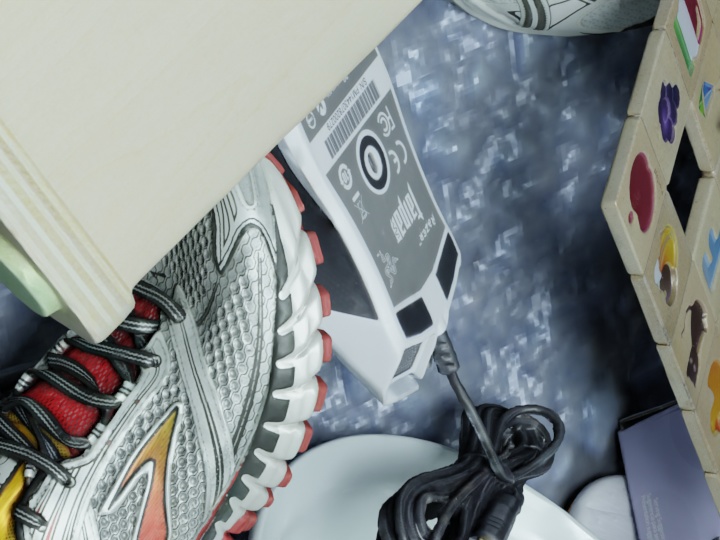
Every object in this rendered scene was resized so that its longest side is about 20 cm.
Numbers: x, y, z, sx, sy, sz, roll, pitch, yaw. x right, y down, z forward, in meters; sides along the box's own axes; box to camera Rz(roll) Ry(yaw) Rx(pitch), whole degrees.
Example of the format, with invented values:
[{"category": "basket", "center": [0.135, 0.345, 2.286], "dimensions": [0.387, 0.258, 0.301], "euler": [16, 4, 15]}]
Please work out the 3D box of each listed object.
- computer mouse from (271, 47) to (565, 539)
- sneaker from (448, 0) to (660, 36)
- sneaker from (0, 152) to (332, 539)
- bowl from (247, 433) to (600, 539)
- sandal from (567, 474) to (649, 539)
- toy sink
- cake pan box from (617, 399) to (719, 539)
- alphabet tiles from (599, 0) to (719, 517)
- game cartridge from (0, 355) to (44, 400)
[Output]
[{"category": "computer mouse", "center": [0.000, 0.000, 0.854], "dimensions": [0.201, 0.044, 0.110], "euler": [66, 30, -18]}, {"category": "sneaker", "center": [0.051, -0.111, 0.839], "dimensions": [0.199, 0.087, 0.076], "euler": [17, 95, -41]}, {"category": "sneaker", "center": [-0.069, 0.052, 0.776], "dimensions": [0.082, 0.078, 0.201], "euler": [11, 101, -37]}, {"category": "bowl", "center": [0.024, 0.156, 0.873], "dimensions": [0.200, 0.202, 0.090], "euler": [13, 130, -39]}, {"category": "sandal", "center": [0.097, 0.175, 1.008], "dimensions": [0.079, 0.059, 0.208], "euler": [-14, 94, -42]}, {"category": "toy sink", "center": [-0.093, -0.066, 0.722], "dimensions": [0.200, 0.130, 0.112], "euler": [-46, 128, -14]}, {"category": "cake pan box", "center": [0.187, 0.137, 0.997], "dimensions": [0.199, 0.052, 0.185], "euler": [5, 67, -36]}, {"category": "alphabet tiles", "center": [0.123, -0.022, 0.907], "dimensions": [0.200, 0.007, 0.168], "euler": [64, 36, -46]}, {"category": "game cartridge", "center": [-0.135, 0.107, 0.820], "dimensions": [0.199, 0.040, 0.134], "euler": [-17, 114, -30]}]
